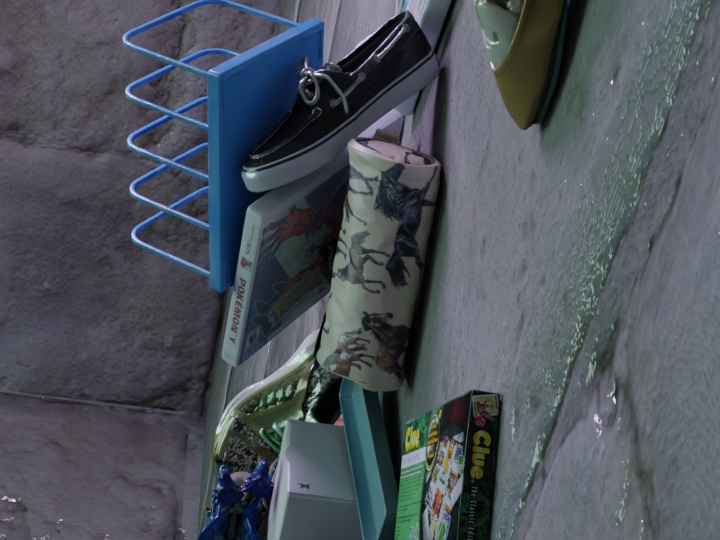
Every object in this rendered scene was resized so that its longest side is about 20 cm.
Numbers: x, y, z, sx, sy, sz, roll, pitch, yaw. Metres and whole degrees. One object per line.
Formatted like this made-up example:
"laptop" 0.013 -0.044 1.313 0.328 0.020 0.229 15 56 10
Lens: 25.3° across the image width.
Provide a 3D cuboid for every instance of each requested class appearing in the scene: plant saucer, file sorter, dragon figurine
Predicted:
"plant saucer" 0.007 0.149 1.328 0.201 0.019 0.070 -103 21 -49
"file sorter" -0.120 -0.114 1.371 0.139 0.122 0.201 -34 -43 -45
"dragon figurine" -0.116 0.234 1.444 0.100 0.058 0.201 -84 6 -59

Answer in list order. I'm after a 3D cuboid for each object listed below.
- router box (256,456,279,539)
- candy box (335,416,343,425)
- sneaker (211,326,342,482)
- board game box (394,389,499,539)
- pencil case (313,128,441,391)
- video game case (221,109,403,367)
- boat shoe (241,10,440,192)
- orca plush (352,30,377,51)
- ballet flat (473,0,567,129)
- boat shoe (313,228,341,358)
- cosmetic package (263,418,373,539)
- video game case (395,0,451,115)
"router box" -0.096 0.280 1.737 0.149 0.051 0.201 120 171 -72
"candy box" -0.047 0.247 1.557 0.117 0.056 0.201 -96 15 -61
"sneaker" -0.060 0.136 1.474 0.200 0.077 0.089 -47 34 10
"board game box" 0.053 0.142 1.056 0.200 0.023 0.106 133 141 -76
"pencil case" 0.013 -0.009 1.291 0.089 0.077 0.202 -142 59 -66
"video game case" -0.042 -0.029 1.410 0.200 0.023 0.183 -39 -26 -40
"boat shoe" -0.024 -0.141 1.307 0.068 0.199 0.074 60 167 -24
"orca plush" 0.013 -0.135 1.565 0.105 0.071 0.202 15 106 37
"ballet flat" 0.095 -0.174 0.916 0.069 0.062 0.201 -93 13 -55
"boat shoe" 0.000 0.000 1.391 0.075 0.073 0.202 -108 27 -72
"cosmetic package" -0.043 0.244 1.422 0.108 0.084 0.201 -92 13 -57
"video game case" 0.059 -0.268 1.418 0.200 0.023 0.183 109 167 -59
